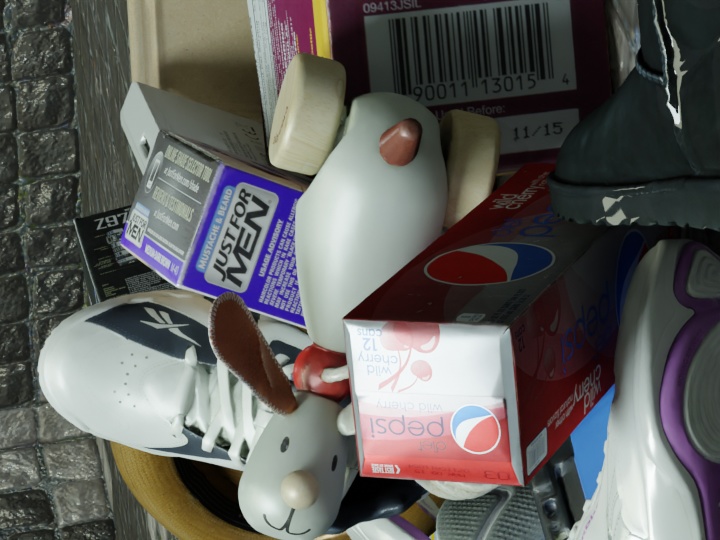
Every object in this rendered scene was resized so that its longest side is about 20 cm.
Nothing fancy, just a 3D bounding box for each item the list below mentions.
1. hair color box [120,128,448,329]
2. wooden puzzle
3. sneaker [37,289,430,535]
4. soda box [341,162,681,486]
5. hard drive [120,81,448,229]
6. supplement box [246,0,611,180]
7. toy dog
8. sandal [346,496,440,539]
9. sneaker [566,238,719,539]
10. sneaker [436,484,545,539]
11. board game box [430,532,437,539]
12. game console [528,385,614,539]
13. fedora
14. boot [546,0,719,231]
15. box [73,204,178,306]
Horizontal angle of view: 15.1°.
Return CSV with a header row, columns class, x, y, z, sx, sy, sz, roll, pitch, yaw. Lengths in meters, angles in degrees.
class,x,y,z,sx,sy,sz,roll,pitch,yaw
hair color box,0.000,0.000,1.247,0.065,0.199,0.109,-68,21,3
wooden puzzle,-0.028,-0.149,1.391,0.037,0.184,0.201,-83,-7,-54
sneaker,-0.041,0.063,1.204,0.130,0.198,0.080,-153,82,-76
soda box,0.063,0.016,1.043,0.200,0.070,0.064,-38,-55,-60
hard drive,-0.017,-0.035,1.370,0.026,0.199,0.132,-65,22,16
supplement box,0.027,-0.099,1.254,0.200,0.130,0.104,-148,51,-77
toy dog,0.001,0.008,1.100,0.096,0.131,0.202,171,93,-83
sandal,0.037,0.135,1.324,0.082,0.050,0.203,38,174,10
sneaker,0.105,0.089,1.012,0.099,0.075,0.202,-12,72,49
sneaker,0.083,0.119,1.257,0.200,0.070,0.081,-64,-45,-73
board game box,0.063,0.144,1.486,0.200,0.036,0.152,-132,36,-72
game console,0.149,0.145,1.092,0.171,0.118,0.201,42,-151,-55
fedora,-0.031,0.066,1.405,0.082,0.199,0.202,-80,-10,-58
boot,0.114,-0.099,0.957,0.198,0.073,0.164,-173,74,-71
box,-0.049,0.015,1.525,0.164,0.199,0.087,-119,16,-61
